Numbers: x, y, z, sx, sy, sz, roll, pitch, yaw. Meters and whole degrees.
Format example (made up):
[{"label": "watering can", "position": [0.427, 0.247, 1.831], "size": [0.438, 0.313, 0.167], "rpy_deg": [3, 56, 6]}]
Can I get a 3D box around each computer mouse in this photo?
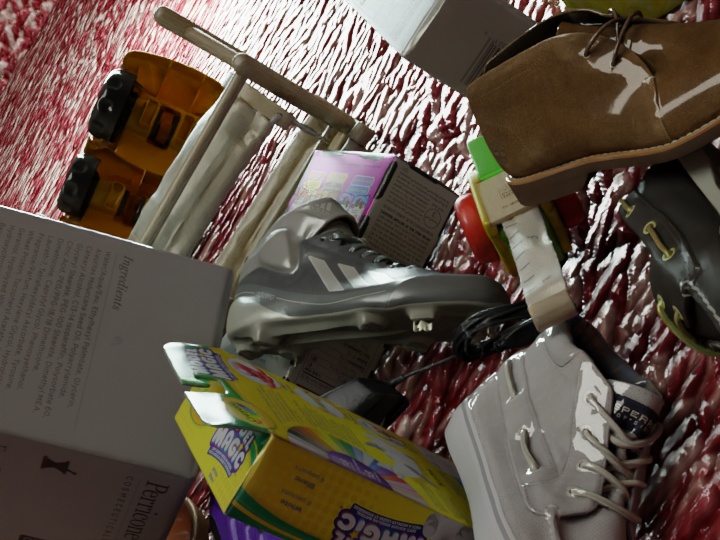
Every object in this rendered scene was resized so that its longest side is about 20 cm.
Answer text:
[{"label": "computer mouse", "position": [0.032, 0.069, 0.801], "size": [0.200, 0.059, 0.034], "rpy_deg": [-30, 61, 17]}]

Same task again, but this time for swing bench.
[{"label": "swing bench", "position": [-0.103, -0.060, 1.103], "size": [0.130, 0.200, 0.199], "rpy_deg": [36, 98, 43]}]

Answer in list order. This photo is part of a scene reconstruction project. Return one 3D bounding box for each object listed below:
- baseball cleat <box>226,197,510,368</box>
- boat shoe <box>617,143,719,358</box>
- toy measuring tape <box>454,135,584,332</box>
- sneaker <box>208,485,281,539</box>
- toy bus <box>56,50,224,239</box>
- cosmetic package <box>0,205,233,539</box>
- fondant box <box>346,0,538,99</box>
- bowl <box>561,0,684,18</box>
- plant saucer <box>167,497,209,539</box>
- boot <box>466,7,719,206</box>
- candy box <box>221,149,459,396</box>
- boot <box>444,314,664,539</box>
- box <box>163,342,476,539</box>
[{"label": "baseball cleat", "position": [0.000, 0.000, 0.873], "size": [0.200, 0.070, 0.107], "rpy_deg": [-7, 65, 31]}, {"label": "boat shoe", "position": [0.161, 0.004, 0.641], "size": [0.061, 0.072, 0.201], "rpy_deg": [-47, 19, 20]}, {"label": "toy measuring tape", "position": [0.094, -0.012, 0.784], "size": [0.074, 0.073, 0.200], "rpy_deg": [-50, 25, 22]}, {"label": "sneaker", "position": [-0.032, 0.170, 0.846], "size": [0.200, 0.069, 0.100], "rpy_deg": [34, 117, 55]}, {"label": "toy bus", "position": [-0.220, -0.091, 1.435], "size": [0.200, 0.135, 0.192], "rpy_deg": [-70, 13, -15]}, {"label": "cosmetic package", "position": [-0.205, 0.081, 0.946], "size": [0.165, 0.200, 0.165], "rpy_deg": [118, 164, -50]}, {"label": "fondant box", "position": [0.071, -0.144, 0.889], "size": [0.058, 0.144, 0.200], "rpy_deg": [-55, 24, 13]}, {"label": "bowl", "position": [0.162, -0.258, 0.885], "size": [0.200, 0.108, 0.200], "rpy_deg": [-43, 29, 32]}, {"label": "plant saucer", "position": [-0.173, 0.249, 1.016], "size": [0.200, 0.037, 0.200], "rpy_deg": [-41, 21, 19]}, {"label": "boot", "position": [0.129, -0.094, 0.681], "size": [0.200, 0.076, 0.074], "rpy_deg": [-21, 20, 45]}, {"label": "candy box", "position": [-0.026, 0.019, 0.998], "size": [0.200, 0.061, 0.136], "rpy_deg": [-63, 25, -6]}, {"label": "boot", "position": [0.101, 0.092, 0.655], "size": [0.096, 0.073, 0.200], "rpy_deg": [-52, 28, 16]}, {"label": "box", "position": [-0.007, 0.103, 0.697], "size": [0.048, 0.200, 0.117], "rpy_deg": [-58, 24, 5]}]
